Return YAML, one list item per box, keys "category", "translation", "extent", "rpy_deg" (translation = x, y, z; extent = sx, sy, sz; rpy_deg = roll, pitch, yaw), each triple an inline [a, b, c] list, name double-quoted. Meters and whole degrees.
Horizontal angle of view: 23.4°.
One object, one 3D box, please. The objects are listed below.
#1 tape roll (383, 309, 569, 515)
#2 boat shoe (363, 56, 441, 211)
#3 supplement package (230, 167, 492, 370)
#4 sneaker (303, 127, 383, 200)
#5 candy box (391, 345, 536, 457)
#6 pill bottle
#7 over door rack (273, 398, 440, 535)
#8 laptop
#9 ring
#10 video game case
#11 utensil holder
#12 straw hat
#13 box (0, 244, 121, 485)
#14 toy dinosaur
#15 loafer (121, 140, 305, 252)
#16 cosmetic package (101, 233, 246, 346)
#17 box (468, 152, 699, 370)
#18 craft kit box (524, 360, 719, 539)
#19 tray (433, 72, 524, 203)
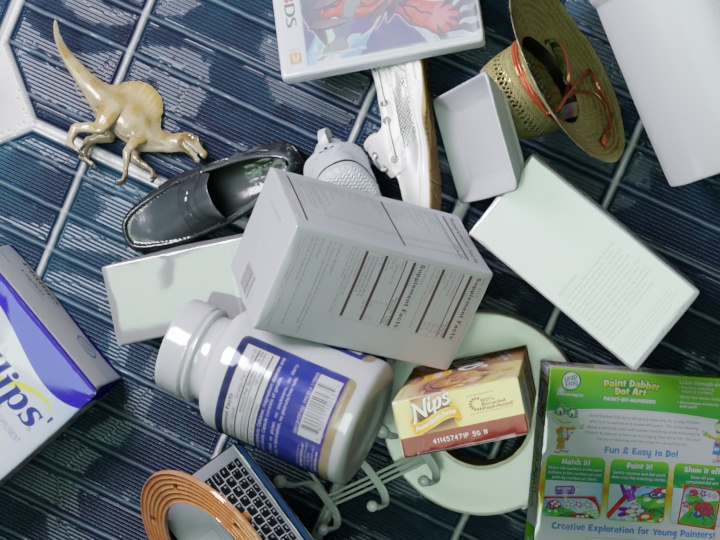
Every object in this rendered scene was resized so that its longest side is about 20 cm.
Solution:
- category: "tape roll"
  translation: [0.120, 0.140, 1.712]
  extent: [0.201, 0.037, 0.205]
  rpy_deg: [0, 93, 8]
- category: "boat shoe"
  translation: [0.038, -0.122, 1.692]
  extent: [0.069, 0.071, 0.202]
  rpy_deg: [-6, 84, 8]
- category: "supplement package"
  translation: [0.000, 0.000, 1.584]
  extent: [0.198, 0.114, 0.110]
  rpy_deg: [14, 116, -23]
- category: "sneaker"
  translation: [0.002, -0.045, 1.698]
  extent: [0.075, 0.115, 0.201]
  rpy_deg: [-22, 126, 2]
- category: "candy box"
  translation: [0.099, 0.117, 1.594]
  extent: [0.114, 0.200, 0.056]
  rpy_deg: [-11, 93, 8]
- category: "pill bottle"
  translation: [-0.081, 0.104, 1.596]
  extent: [0.199, 0.120, 0.121]
  rpy_deg: [23, 97, 14]
- category: "over door rack"
  translation: [-0.031, 0.148, 1.693]
  extent: [0.147, 0.067, 0.201]
  rpy_deg: [-28, 91, 31]
- category: "laptop"
  translation: [-0.104, 0.272, 1.684]
  extent: [0.199, 0.116, 0.188]
  rpy_deg: [-37, 90, 26]
- category: "ring"
  translation: [-0.141, 0.278, 1.706]
  extent: [0.019, 0.200, 0.201]
  rpy_deg: [-36, 88, -35]
- category: "video game case"
  translation: [0.011, -0.285, 1.679]
  extent: [0.198, 0.023, 0.184]
  rpy_deg: [-10, 75, 8]
- category: "utensil holder"
  translation: [0.319, -0.198, 1.599]
  extent: [0.169, 0.170, 0.202]
  rpy_deg: [-21, 93, 8]
- category: "straw hat"
  translation: [0.160, -0.168, 1.625]
  extent: [0.085, 0.201, 0.202]
  rpy_deg: [-25, 90, 28]
- category: "box"
  translation: [-0.377, 0.108, 1.743]
  extent: [0.200, 0.105, 0.184]
  rpy_deg: [-41, 88, 8]
- category: "toy dinosaur"
  translation: [-0.249, -0.152, 1.743]
  extent: [0.199, 0.058, 0.101]
  rpy_deg: [37, 83, -3]
- category: "loafer"
  translation: [-0.149, -0.074, 1.717]
  extent: [0.199, 0.070, 0.069]
  rpy_deg: [-24, 90, 9]
- category: "cosmetic package"
  translation: [-0.142, 0.012, 1.705]
  extent: [0.198, 0.107, 0.091]
  rpy_deg: [-14, 92, 10]
- category: "box"
  translation: [0.211, -0.012, 1.645]
  extent: [0.200, 0.124, 0.098]
  rpy_deg: [40, 98, 3]
- category: "craft kit box"
  translation: [0.262, 0.193, 1.671]
  extent: [0.198, 0.049, 0.200]
  rpy_deg: [5, 97, -7]
- category: "tray"
  translation: [0.112, -0.122, 1.621]
  extent: [0.022, 0.200, 0.108]
  rpy_deg: [-17, 92, -11]
